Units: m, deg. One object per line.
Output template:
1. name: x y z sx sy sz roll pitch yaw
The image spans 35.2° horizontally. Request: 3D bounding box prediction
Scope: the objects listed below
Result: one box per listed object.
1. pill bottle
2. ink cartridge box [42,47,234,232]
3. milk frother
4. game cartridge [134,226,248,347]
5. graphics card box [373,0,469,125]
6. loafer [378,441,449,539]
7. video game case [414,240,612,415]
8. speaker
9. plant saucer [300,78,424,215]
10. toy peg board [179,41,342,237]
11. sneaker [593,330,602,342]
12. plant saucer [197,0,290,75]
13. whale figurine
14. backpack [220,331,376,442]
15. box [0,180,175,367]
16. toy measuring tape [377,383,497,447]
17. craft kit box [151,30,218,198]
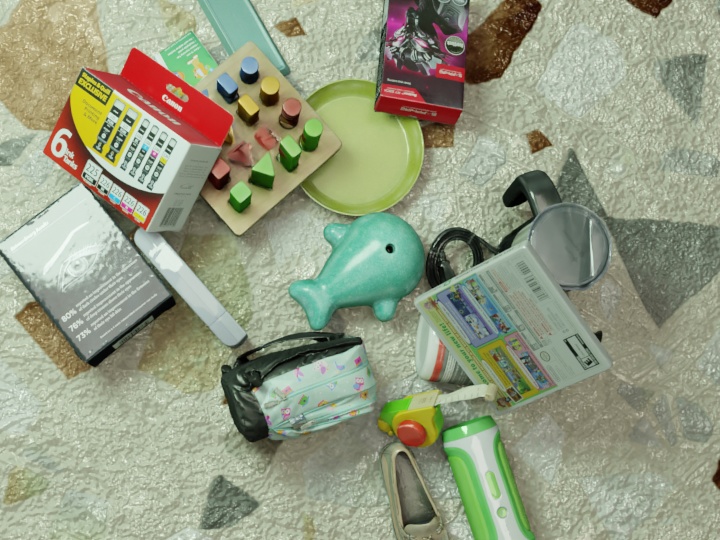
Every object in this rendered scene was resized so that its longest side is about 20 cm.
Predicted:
1. pill bottle: 0.183 0.106 1.580 0.198 0.116 0.117 8 81 -6
2. ink cartridge box: -0.291 -0.177 1.488 0.199 0.084 0.176 34 105 19
3. milk frother: 0.211 -0.018 1.565 0.200 0.188 0.181 -37 87 -11
4. game cartridge: -0.228 0.024 1.529 0.040 0.133 0.200 -41 88 -10
5. graphics card box: 0.090 -0.319 1.644 0.124 0.051 0.202 9 70 -8
6. loafer: 0.075 0.334 1.560 0.071 0.063 0.201 -20 85 -9
7. video game case: 0.195 0.079 1.462 0.181 0.022 0.200 -29 106 33
8. speaker: 0.177 0.307 1.566 0.088 0.088 0.202 -17 85 -10
9. plant saucer: -0.008 -0.176 1.638 0.198 0.031 0.202 1 82 -7
10. toy peg board: -0.156 -0.190 1.545 0.200 0.098 0.199 -42 90 -11
11. sneaker: 0.230 0.062 1.510 0.199 0.070 0.078 37 64 -2
12. plant saucer: -0.179 -0.360 1.648 0.070 0.019 0.201 -29 86 -11
13. whale figurine: 0.000 0.000 1.570 0.199 0.104 0.160 -31 87 -19
14. backpack: -0.079 0.157 1.530 0.198 0.167 0.128 -17 100 -13
15. box: -0.366 0.007 1.527 0.148 0.104 0.200 -37 88 -11
16. toy measuring tape: 0.109 0.200 1.545 0.199 0.073 0.074 -16 82 34
17. craft kit box: -0.259 -0.202 1.603 0.200 0.049 0.198 -38 91 -11
